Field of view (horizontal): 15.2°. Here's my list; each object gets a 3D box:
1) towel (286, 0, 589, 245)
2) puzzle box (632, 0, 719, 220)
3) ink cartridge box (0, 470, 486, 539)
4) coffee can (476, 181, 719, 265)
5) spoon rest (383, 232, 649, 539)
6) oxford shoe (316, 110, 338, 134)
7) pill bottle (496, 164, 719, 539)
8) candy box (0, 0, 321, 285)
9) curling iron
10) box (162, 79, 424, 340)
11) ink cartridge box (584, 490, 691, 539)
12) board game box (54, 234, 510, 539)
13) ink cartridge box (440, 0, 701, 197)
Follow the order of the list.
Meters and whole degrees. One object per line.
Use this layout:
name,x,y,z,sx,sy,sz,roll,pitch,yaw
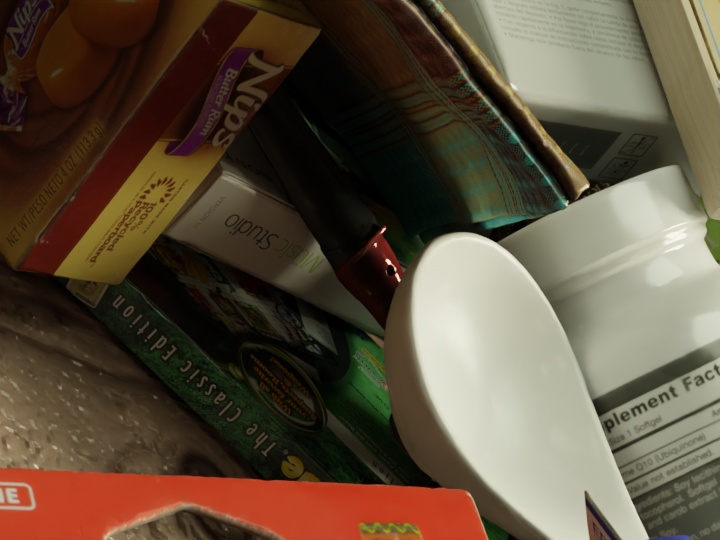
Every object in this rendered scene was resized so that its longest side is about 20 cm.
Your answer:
towel,0.001,-0.070,0.902,0.147,0.022,0.200,49,-9,-6
puzzle box,0.164,-0.095,1.043,0.133,0.025,0.201,9,50,-31
ink cartridge box,-0.025,0.109,0.727,0.199,0.044,0.174,5,43,-25
coffee can,0.162,0.022,1.131,0.200,0.146,0.146,54,26,18
spoon rest,0.062,0.082,0.896,0.099,0.060,0.201,-22,94,-58
oxford shoe,-0.007,-0.102,1.036,0.200,0.071,0.073,46,20,-4
pill bottle,0.119,0.071,0.982,0.116,0.116,0.201,-13,75,-62
candy box,-0.113,-0.106,0.893,0.056,0.117,0.200,12,34,-52
curling iron,0.000,0.000,0.921,0.201,0.025,0.050,63,24,-16
box,-0.056,-0.068,1.011,0.144,0.036,0.200,27,26,-49
ink cartridge box,0.105,0.155,0.804,0.100,0.039,0.201,56,-19,40
board game box,-0.025,0.037,0.957,0.200,0.023,0.105,45,22,-4
ink cartridge box,0.103,-0.111,1.061,0.199,0.044,0.174,7,49,-33
